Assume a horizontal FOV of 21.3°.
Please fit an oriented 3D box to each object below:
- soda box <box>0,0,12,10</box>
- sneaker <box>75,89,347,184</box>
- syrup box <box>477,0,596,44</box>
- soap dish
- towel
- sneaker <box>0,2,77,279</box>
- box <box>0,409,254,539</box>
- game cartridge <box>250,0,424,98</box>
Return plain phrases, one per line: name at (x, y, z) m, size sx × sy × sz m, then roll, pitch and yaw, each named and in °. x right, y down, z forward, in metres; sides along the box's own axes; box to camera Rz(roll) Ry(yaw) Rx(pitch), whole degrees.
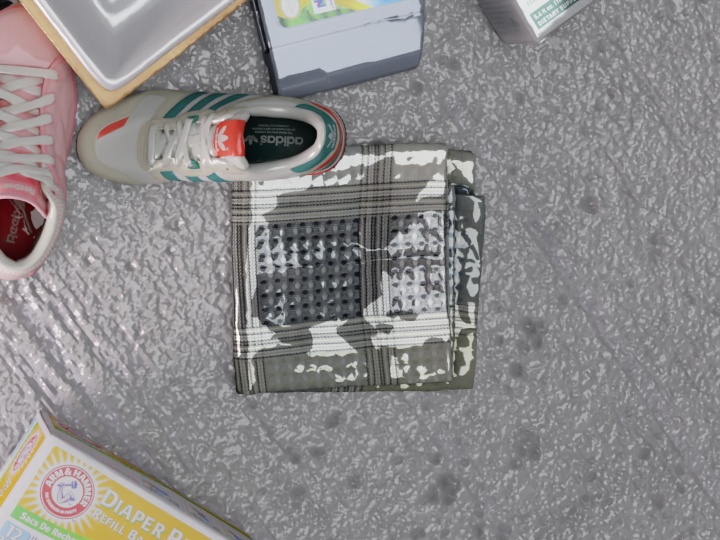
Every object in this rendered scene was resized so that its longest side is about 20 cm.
soda box at (-0.343, -0.169, 1.305) m, size 0.199 × 0.063 × 0.071 m, roll -21°, pitch 101°, yaw 14°
sneaker at (-0.109, -0.098, 1.377) m, size 0.198 × 0.093 × 0.071 m, roll 0°, pitch 90°, yaw 1°
syrup box at (0.098, -0.274, 1.433) m, size 0.079 × 0.081 × 0.201 m, roll -36°, pitch 104°, yaw -9°
soap dish at (-0.181, -0.242, 1.360) m, size 0.157 × 0.081 × 0.200 m, roll -38°, pitch 103°, yaw -1°
towel at (0.000, 0.000, 1.461) m, size 0.199 × 0.035 × 0.194 m, roll -2°, pitch 96°, yaw -15°
sneaker at (-0.238, -0.090, 1.357) m, size 0.075 × 0.105 × 0.202 m, roll 4°, pitch 94°, yaw -12°
box at (-0.178, 0.204, 1.402) m, size 0.199 × 0.101 × 0.113 m, roll 33°, pitch 88°, yaw -15°
game cartridge at (-0.023, -0.238, 1.431) m, size 0.133 × 0.040 × 0.201 m, roll -16°, pitch 100°, yaw -16°
